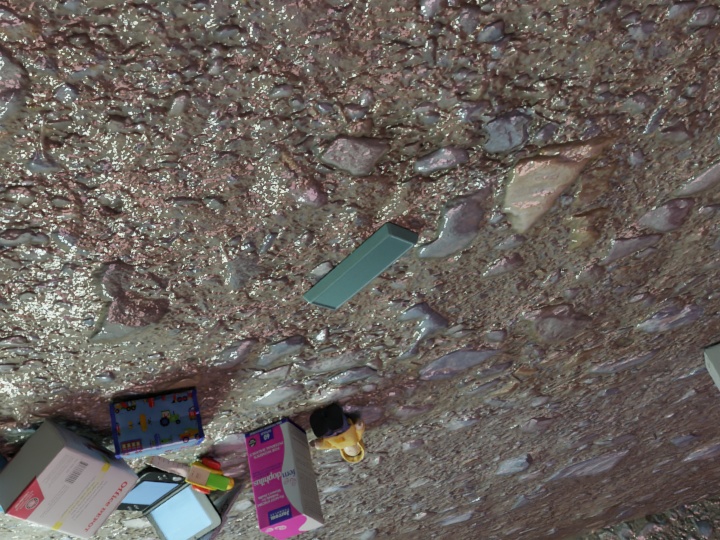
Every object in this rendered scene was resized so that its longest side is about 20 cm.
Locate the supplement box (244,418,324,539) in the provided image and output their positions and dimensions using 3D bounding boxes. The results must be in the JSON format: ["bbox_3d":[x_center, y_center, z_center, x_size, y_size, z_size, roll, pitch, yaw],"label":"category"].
[{"bbox_3d":[-0.152,0.414,1.556,0.100,0.201,0.103,-23,147,9],"label":"supplement box"}]

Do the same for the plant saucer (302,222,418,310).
[{"bbox_3d":[0.000,0.000,1.179,0.070,0.019,0.200,17,133,-41],"label":"plant saucer"}]

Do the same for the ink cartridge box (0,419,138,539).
[{"bbox_3d":[-0.515,0.372,1.376,0.145,0.083,0.200,-50,141,-9],"label":"ink cartridge box"}]

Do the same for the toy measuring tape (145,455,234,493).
[{"bbox_3d":[-0.349,0.407,1.599,0.199,0.074,0.074,26,130,-25],"label":"toy measuring tape"}]

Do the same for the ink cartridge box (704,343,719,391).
[{"bbox_3d":[0.916,0.203,1.824,0.199,0.088,0.145,-24,147,15],"label":"ink cartridge box"}]

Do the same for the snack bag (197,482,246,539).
[{"bbox_3d":[-0.351,0.580,1.755,0.021,0.200,0.188,46,123,-9],"label":"snack bag"}]

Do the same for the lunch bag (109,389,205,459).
[{"bbox_3d":[-0.365,0.299,1.411,0.149,0.095,0.200,-8,156,-18],"label":"lunch bag"}]

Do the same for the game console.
[{"bbox_3d":[-0.423,0.512,1.660,0.200,0.117,0.175,-38,142,29],"label":"game console"}]

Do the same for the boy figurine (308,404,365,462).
[{"bbox_3d":[-0.045,0.346,1.632,0.123,0.065,0.200,-22,144,4],"label":"boy figurine"}]

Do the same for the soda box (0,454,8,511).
[{"bbox_3d":[-0.662,0.359,1.371,0.064,0.068,0.201,-11,147,-8],"label":"soda box"}]
